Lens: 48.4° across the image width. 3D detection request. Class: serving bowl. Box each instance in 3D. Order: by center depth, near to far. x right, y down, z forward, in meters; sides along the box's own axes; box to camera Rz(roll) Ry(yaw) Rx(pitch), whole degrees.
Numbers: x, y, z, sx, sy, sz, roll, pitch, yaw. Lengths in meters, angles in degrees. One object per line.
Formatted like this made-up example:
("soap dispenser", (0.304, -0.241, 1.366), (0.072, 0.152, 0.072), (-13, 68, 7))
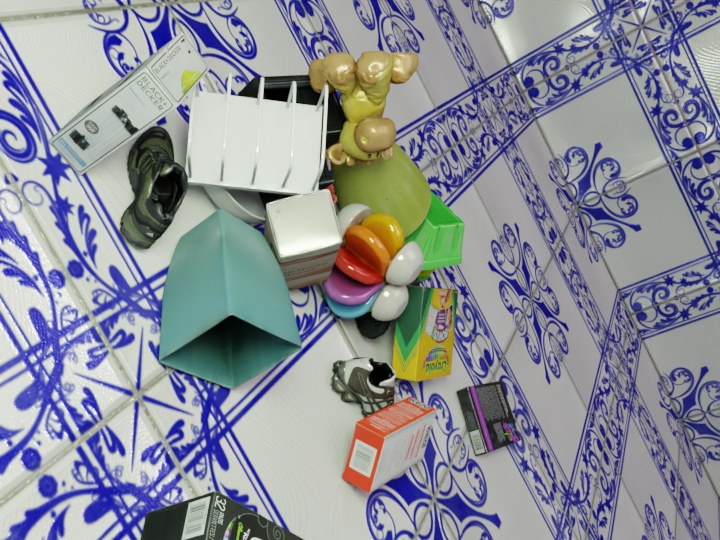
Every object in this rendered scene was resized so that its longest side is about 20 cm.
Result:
("serving bowl", (-0.202, -0.162, 1.303), (0.199, 0.065, 0.203), (38, 40, -40))

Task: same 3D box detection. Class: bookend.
("bookend", (-0.088, -0.208, 1.312), (0.197, 0.092, 0.203), (-14, 81, -43))

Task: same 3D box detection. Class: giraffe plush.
("giraffe plush", (0.004, -0.251, 1.272), (0.200, 0.169, 0.166), (-128, -145, -82))

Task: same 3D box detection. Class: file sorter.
("file sorter", (-0.147, -0.198, 1.144), (0.196, 0.125, 0.142), (5, 78, -11))

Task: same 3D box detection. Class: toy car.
("toy car", (0.000, 0.000, 1.388), (0.174, 0.202, 0.149), (36, 40, 18))

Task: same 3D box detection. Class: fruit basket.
("fruit basket", (0.115, -0.059, 1.688), (0.153, 0.215, 0.219), (-8, 74, -37))

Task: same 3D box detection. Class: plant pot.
("plant pot", (-0.188, 0.031, 1.121), (0.141, 0.140, 0.203), (31, 37, -45))
("plant pot", (0.019, -0.179, 1.505), (0.201, 0.184, 0.190), (54, 26, -54))

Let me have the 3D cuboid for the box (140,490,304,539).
("box", (-0.153, 0.373, 0.931), (0.200, 0.123, 0.150), (43, 38, -36))

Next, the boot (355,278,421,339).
("boot", (0.061, 0.060, 1.565), (0.167, 0.076, 0.203), (29, 41, -43))

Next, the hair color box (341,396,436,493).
("hair color box", (0.052, 0.289, 1.352), (0.199, 0.060, 0.103), (-6, 114, -60))

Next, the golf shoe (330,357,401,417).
("golf shoe", (0.036, 0.213, 1.396), (0.199, 0.093, 0.079), (39, 37, -42))

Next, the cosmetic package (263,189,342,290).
("cosmetic package", (-0.094, -0.040, 1.248), (0.200, 0.101, 0.089), (112, -37, -72))

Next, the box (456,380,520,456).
("box", (0.289, 0.327, 1.791), (0.199, 0.036, 0.146), (5, 66, -56))

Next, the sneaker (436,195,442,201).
("sneaker", (0.163, -0.140, 1.870), (0.079, 0.085, 0.200), (63, 29, -6))

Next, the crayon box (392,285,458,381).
("crayon box", (0.130, 0.120, 1.569), (0.199, 0.057, 0.176), (6, 88, -64))

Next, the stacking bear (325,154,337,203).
("stacking bear", (-0.105, -0.204, 1.443), (0.119, 0.114, 0.203), (-16, 78, -19))

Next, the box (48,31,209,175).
("box", (-0.300, -0.215, 1.041), (0.060, 0.198, 0.117), (50, 32, -23))

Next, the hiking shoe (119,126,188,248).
("hiking shoe", (-0.274, -0.129, 1.122), (0.075, 0.100, 0.203), (33, 42, -44))
